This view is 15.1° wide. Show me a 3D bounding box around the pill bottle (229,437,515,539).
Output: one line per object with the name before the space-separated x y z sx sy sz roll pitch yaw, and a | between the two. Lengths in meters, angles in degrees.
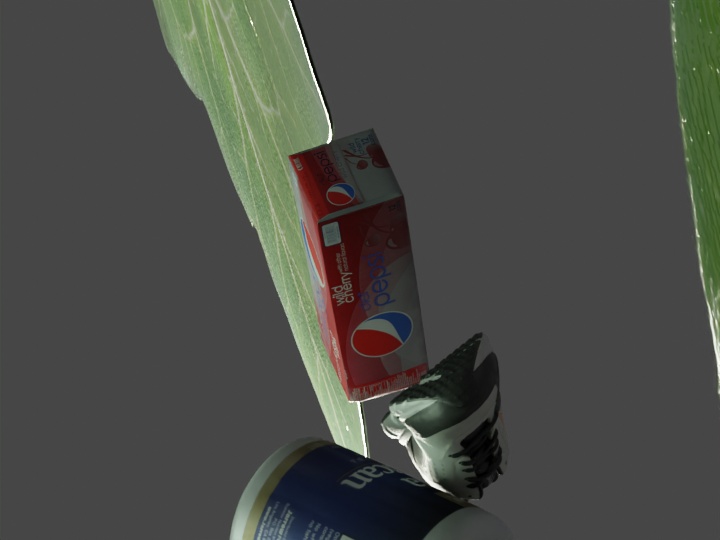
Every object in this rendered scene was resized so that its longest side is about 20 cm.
pill bottle | 0.027 0.184 1.646 0.199 0.111 0.111 22 140 34

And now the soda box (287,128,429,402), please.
soda box | 0.000 0.000 1.842 0.200 0.063 0.070 81 168 -49

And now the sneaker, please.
sneaker | 0.064 0.094 1.641 0.080 0.074 0.200 54 174 8
